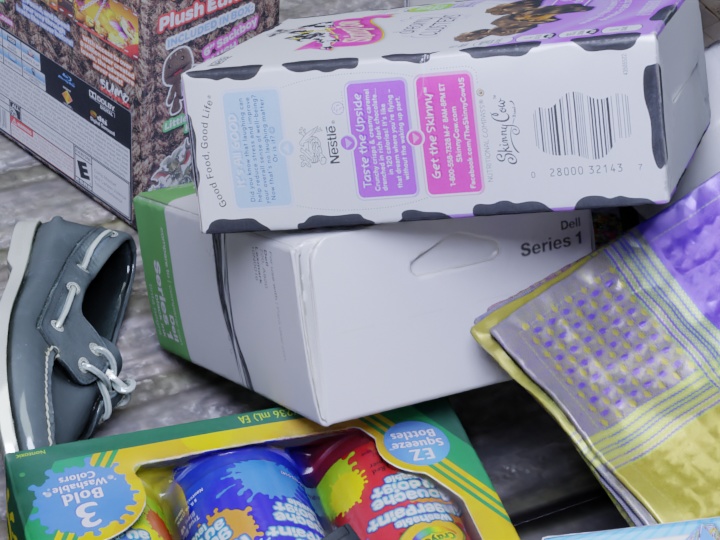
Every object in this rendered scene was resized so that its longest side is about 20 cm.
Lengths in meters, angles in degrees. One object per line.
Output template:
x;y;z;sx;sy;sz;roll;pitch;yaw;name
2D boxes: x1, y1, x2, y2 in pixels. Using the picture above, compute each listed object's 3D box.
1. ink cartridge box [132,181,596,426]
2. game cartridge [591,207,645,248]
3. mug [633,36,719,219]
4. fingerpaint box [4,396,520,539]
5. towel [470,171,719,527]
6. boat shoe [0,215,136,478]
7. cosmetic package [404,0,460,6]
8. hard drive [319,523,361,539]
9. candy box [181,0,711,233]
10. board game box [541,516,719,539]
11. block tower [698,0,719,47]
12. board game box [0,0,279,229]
0.000;0.000;1.062;0.145;0.085;0.200;-13;14;-22;ink cartridge box
0.151;-0.009;1.197;0.129;0.039;0.200;5;38;-6;game cartridge
0.190;-0.092;1.172;0.186;0.150;0.153;-18;50;-16;mug
-0.035;0.136;0.959;0.199;0.074;0.167;-8;39;-15;fingerpaint box
0.162;0.023;0.960;0.199;0.023;0.144;-30;60;-12;towel
-0.136;0.039;1.078;0.061;0.073;0.200;-3;33;-2;boat shoe
0.099;-0.216;1.401;0.087;0.104;0.200;14;40;15;cosmetic package
0.002;0.208;0.829;0.139;0.033;0.200;-30;79;-36;hard drive
0.043;-0.073;1.001;0.199;0.072;0.168;-4;13;15;candy box
0.144;0.185;0.837;0.134;0.034;0.201;-7;57;2;board game box
0.108;-0.117;1.105;0.199;0.058;0.054;-27;64;24;block tower
-0.129;-0.151;1.217;0.097;0.201;0.159;-30;49;-35;board game box
